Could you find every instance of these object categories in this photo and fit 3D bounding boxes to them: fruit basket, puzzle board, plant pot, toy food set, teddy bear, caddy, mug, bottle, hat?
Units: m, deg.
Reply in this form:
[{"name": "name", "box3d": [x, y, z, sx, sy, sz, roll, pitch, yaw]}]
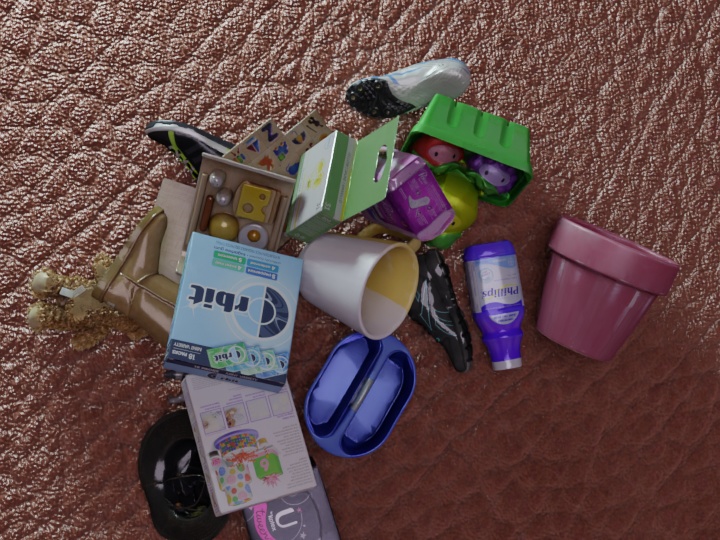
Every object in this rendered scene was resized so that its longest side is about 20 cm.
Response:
[{"name": "fruit basket", "box3d": [0.151, -0.141, 1.676, 0.215, 0.156, 0.217, 4, 70, -11]}, {"name": "puzzle board", "box3d": [-0.234, -0.041, 1.682, 0.199, 0.017, 0.151, 18, 84, -6]}, {"name": "plant pot", "box3d": [0.365, 0.033, 1.671, 0.199, 0.200, 0.180, 21, 101, -5]}, {"name": "toy food set", "box3d": [-0.188, -0.067, 1.618, 0.143, 0.060, 0.201, 15, 115, -5]}, {"name": "teddy bear", "box3d": [-0.409, 0.051, 1.638, 0.199, 0.067, 0.146, -13, 74, -4]}, {"name": "caddy", "box3d": [-0.003, 0.187, 1.651, 0.141, 0.105, 0.201, 31, 84, -5]}, {"name": "mug", "box3d": [-0.004, 0.009, 1.647, 0.153, 0.186, 0.150, 19, 108, 33]}, {"name": "bottle", "box3d": [0.216, 0.055, 1.704, 0.083, 0.065, 0.201, -8, 88, -8]}, {"name": "hat", "box3d": [-0.240, 0.307, 1.622, 0.200, 0.081, 0.202, -2, 86, 34]}]

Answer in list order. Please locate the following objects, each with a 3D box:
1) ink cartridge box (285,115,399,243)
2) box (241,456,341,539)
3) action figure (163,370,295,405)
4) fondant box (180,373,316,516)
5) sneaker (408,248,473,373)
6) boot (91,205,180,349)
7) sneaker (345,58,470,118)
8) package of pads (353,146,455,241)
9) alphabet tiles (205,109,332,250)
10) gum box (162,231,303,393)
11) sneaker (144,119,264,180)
[{"name": "ink cartridge box", "box3d": [-0.029, -0.138, 1.575, 0.048, 0.200, 0.146, 24, 60, -26]}, {"name": "box", "box3d": [-0.100, 0.399, 1.625, 0.132, 0.115, 0.201, -17, 89, -7]}, {"name": "action figure", "box3d": [-0.197, 0.190, 1.634, 0.192, 0.105, 0.201, 9, 85, 3]}, {"name": "fondant box", "box3d": [-0.161, 0.233, 1.542, 0.144, 0.058, 0.201, -12, 76, -21]}, {"name": "sneaker", "box3d": [0.121, 0.069, 1.700, 0.079, 0.075, 0.201, -20, 88, 13]}, {"name": "boot", "box3d": [-0.269, 0.028, 1.595, 0.200, 0.066, 0.176, 33, 79, -4]}, {"name": "sneaker", "box3d": [0.076, -0.290, 1.713, 0.199, 0.073, 0.072, -10, 114, 5]}, {"name": "package of pads", "box3d": [0.047, -0.120, 1.614, 0.076, 0.200, 0.121, -40, 117, -12]}, {"name": "alphabet tiles", "box3d": [-0.116, -0.149, 1.670, 0.200, 0.008, 0.167, -41, 111, -15]}, {"name": "gum box", "box3d": [-0.179, 0.059, 1.545, 0.169, 0.045, 0.201, 14, 60, -14]}, {"name": "sneaker", "box3d": [-0.242, -0.166, 1.658, 0.199, 0.072, 0.083, 21, 84, -5]}]
